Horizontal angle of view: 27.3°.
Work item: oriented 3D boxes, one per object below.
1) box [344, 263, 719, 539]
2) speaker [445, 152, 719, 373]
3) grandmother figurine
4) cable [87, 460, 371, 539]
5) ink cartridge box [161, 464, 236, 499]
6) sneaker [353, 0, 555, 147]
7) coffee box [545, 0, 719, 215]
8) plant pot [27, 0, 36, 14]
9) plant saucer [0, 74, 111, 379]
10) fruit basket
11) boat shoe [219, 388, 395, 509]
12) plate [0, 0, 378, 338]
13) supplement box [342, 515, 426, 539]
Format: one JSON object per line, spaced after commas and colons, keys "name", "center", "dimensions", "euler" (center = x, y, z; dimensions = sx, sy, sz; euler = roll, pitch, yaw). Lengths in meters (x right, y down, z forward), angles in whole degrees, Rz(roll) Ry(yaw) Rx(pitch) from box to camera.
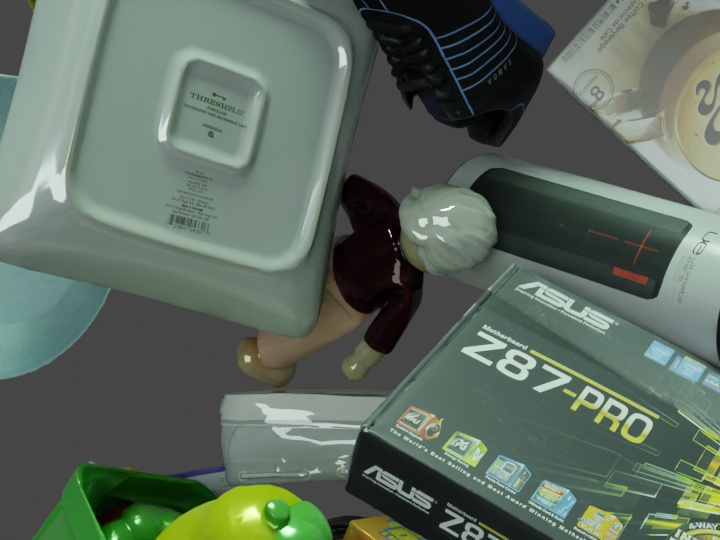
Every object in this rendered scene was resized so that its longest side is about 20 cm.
{"name": "box", "center": [0.117, 0.093, 0.689], "dimensions": [0.200, 0.161, 0.049], "euler": [29, 129, 18]}
{"name": "speaker", "center": [0.137, -0.006, 0.809], "dimensions": [0.200, 0.081, 0.081], "euler": [22, 96, 44]}
{"name": "grandmother figurine", "center": [0.000, 0.000, 0.860], "dimensions": [0.200, 0.060, 0.122], "euler": [-25, 79, 44]}
{"name": "cable", "center": [-0.082, 0.178, 0.891], "dimensions": [0.199, 0.050, 0.097], "euler": [9, 89, 14]}
{"name": "ink cartridge box", "center": [-0.088, 0.224, 0.935], "dimensions": [0.094, 0.037, 0.201], "euler": [-12, 88, 15]}
{"name": "sneaker", "center": [0.043, -0.127, 0.820], "dimensions": [0.070, 0.200, 0.078], "euler": [19, 89, 38]}
{"name": "coffee box", "center": [0.217, -0.083, 0.827], "dimensions": [0.200, 0.080, 0.113], "euler": [44, 100, 13]}
{"name": "plant pot", "center": [-0.101, -0.137, 0.881], "dimensions": [0.142, 0.200, 0.200], "euler": [-30, 80, -9]}
{"name": "plant saucer", "center": [-0.241, -0.028, 0.983], "dimensions": [0.200, 0.039, 0.202], "euler": [0, 90, 16]}
{"name": "fruit basket", "center": [-0.074, 0.182, 0.773], "dimensions": [0.215, 0.155, 0.216], "euler": [-7, 74, 28]}
{"name": "boat shoe", "center": [0.012, 0.108, 0.881], "dimensions": [0.199, 0.072, 0.069], "euler": [2, 90, 5]}
{"name": "plate", "center": [-0.082, -0.080, 0.780], "dimensions": [0.032, 0.199, 0.201], "euler": [1, 76, 59]}
{"name": "supplement box", "center": [-0.002, 0.241, 0.844], "dimensions": [0.066, 0.069, 0.201], "euler": [28, 101, 37]}
